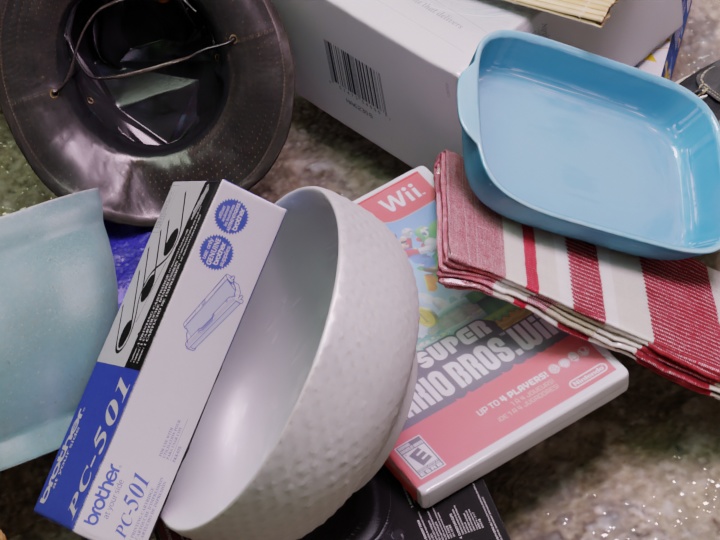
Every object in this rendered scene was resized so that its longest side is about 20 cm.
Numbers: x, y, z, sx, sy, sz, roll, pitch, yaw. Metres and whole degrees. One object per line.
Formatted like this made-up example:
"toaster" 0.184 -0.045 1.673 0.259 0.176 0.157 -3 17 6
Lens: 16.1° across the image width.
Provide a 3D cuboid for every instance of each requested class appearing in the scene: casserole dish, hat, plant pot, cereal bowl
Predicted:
"casserole dish" 0.133 -0.067 1.482 0.200 0.039 0.121 15 57 -27
"hat" -0.135 -0.128 1.592 0.200 0.201 0.081 -12 7 -1
"plant pot" -0.221 0.049 1.450 0.200 0.200 0.134 -20 91 -8
"cereal bowl" -0.028 0.060 1.345 0.083 0.200 0.200 24 46 -22

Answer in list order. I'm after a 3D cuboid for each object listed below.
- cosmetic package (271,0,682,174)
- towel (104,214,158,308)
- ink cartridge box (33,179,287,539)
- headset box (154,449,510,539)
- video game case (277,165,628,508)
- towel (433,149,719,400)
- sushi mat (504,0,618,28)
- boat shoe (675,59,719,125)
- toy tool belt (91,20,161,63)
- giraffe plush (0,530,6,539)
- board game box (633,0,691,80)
"cosmetic package" 0.064 -0.181 1.607 0.199 0.123 0.200 34 62 31
"towel" -0.119 0.036 1.546 0.148 0.050 0.200 -27 51 -12
"ink cartridge box" -0.109 0.050 1.370 0.044 0.094 0.200 25 83 -19
"headset box" -0.019 0.171 1.397 0.200 0.077 0.149 -20 49 -6
"video game case" 0.036 0.033 1.445 0.143 0.017 0.200 -29 53 -20
"towel" 0.133 0.004 1.465 0.200 0.023 0.144 23 26 -10
"sushi mat" 0.076 -0.203 1.533 0.200 0.012 0.096 18 54 23
"boat shoe" 0.241 -0.109 1.581 0.200 0.068 0.072 -33 82 -22
"toy tool belt" -0.161 -0.163 1.672 0.200 0.123 0.125 5 51 13
"giraffe plush" -0.243 0.207 1.368 0.200 0.173 0.162 -3 27 20
"board game box" 0.132 -0.127 1.653 0.135 0.034 0.200 7 52 15
